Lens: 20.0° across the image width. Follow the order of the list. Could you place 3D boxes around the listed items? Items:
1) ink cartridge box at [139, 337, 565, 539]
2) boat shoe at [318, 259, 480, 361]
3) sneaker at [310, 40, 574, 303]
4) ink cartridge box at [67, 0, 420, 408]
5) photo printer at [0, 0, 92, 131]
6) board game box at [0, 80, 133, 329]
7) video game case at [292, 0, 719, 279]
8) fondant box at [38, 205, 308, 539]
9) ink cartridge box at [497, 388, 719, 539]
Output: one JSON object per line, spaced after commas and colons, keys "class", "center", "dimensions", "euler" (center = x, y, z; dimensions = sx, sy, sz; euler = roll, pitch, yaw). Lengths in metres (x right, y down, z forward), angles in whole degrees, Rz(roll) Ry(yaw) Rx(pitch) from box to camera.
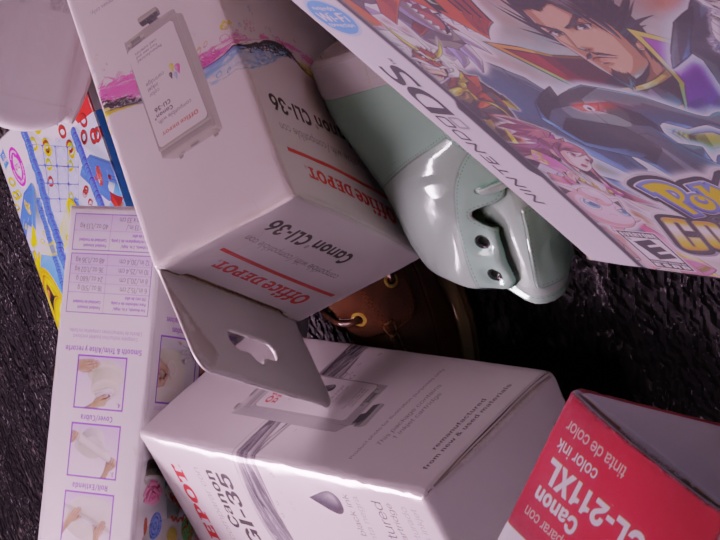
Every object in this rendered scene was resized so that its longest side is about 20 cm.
{"class": "ink cartridge box", "center": [0.016, 0.113, 0.875], "dimensions": [0.200, 0.083, 0.147], "euler": [5, 128, 51]}
{"class": "boat shoe", "center": [0.000, 0.000, 0.921], "dimensions": [0.072, 0.067, 0.201], "euler": [-1, 106, 64]}
{"class": "sneaker", "center": [0.074, -0.049, 0.750], "dimensions": [0.200, 0.074, 0.118], "euler": [-6, 117, 56]}
{"class": "ink cartridge box", "center": [-0.044, -0.053, 0.817], "dimensions": [0.067, 0.116, 0.200], "euler": [-27, 69, 20]}
{"class": "photo printer", "center": [-0.164, -0.162, 1.047], "dimensions": [0.200, 0.069, 0.167], "euler": [-141, 64, -75]}
{"class": "board game box", "center": [-0.137, -0.011, 1.205], "dimensions": [0.200, 0.056, 0.196], "euler": [-22, 86, 65]}
{"class": "video game case", "center": [0.089, -0.046, 0.591], "dimensions": [0.181, 0.026, 0.200], "euler": [38, 162, -36]}
{"class": "fondant box", "center": [-0.087, 0.076, 0.982], "dimensions": [0.058, 0.144, 0.201], "euler": [1, 84, 28]}
{"class": "ink cartridge box", "center": [0.093, 0.153, 0.650], "dimensions": [0.083, 0.146, 0.200], "euler": [39, 108, 48]}
